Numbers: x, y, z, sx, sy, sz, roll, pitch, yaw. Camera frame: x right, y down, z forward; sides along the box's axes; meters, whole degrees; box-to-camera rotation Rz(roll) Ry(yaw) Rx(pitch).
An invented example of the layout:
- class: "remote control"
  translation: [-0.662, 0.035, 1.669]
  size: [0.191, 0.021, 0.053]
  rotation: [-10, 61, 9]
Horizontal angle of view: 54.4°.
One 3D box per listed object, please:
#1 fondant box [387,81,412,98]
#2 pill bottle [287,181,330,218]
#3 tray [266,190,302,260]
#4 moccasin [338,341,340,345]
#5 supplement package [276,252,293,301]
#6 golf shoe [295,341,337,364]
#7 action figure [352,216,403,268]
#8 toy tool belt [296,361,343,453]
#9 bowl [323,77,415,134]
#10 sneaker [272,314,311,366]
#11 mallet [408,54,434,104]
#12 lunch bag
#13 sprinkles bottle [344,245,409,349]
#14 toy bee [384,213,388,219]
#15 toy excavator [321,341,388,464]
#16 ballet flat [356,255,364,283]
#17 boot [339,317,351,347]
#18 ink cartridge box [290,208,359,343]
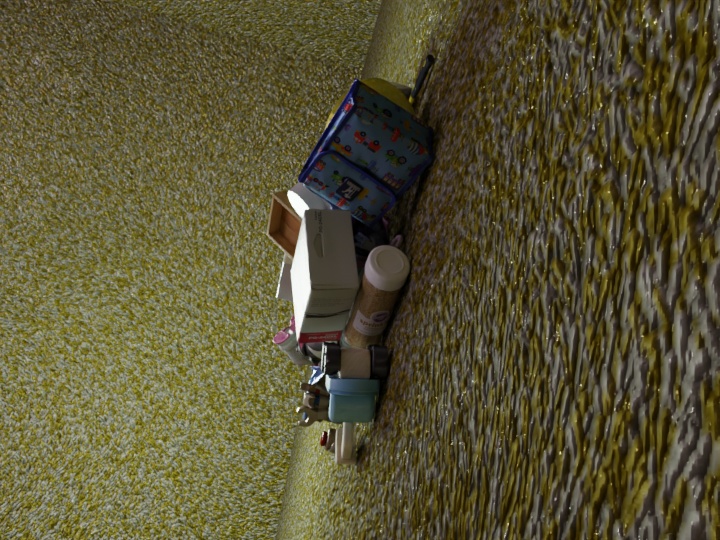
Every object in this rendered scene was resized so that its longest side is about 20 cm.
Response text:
- class: "fondant box"
  translation: [0.040, -0.287, 1.464]
  size: [0.144, 0.057, 0.205]
  rotation: [-34, -41, -65]
- class: "pill bottle"
  translation: [-0.040, -0.179, 1.329]
  size: [0.200, 0.111, 0.111]
  rotation: [-43, -5, -18]
- class: "tray"
  translation: [-0.112, -0.063, 1.392]
  size: [0.199, 0.036, 0.100]
  rotation: [41, 132, 32]
- class: "moccasin"
  translation: [-0.033, 0.139, 1.437]
  size: [0.204, 0.076, 0.075]
  rotation: [-86, 11, -54]
- class: "supplement package"
  translation: [-0.076, 0.001, 1.554]
  size: [0.123, 0.195, 0.122]
  rotation: [110, 170, -47]
- class: "golf shoe"
  translation: [-0.064, 0.082, 1.367]
  size: [0.087, 0.076, 0.204]
  rotation: [-28, 44, 40]
- class: "action figure"
  translation: [0.030, -0.056, 1.275]
  size: [0.135, 0.147, 0.201]
  rotation: [-55, -19, -12]
- class: "toy tool belt"
  translation: [-0.085, 0.269, 1.466]
  size: [0.125, 0.120, 0.206]
  rotation: [170, 112, -84]
- class: "bowl"
  translation: [0.040, -0.219, 1.212]
  size: [0.107, 0.197, 0.205]
  rotation: [31, 117, 38]
- class: "sneaker"
  translation: [-0.104, 0.132, 1.440]
  size: [0.080, 0.090, 0.200]
  rotation: [-23, 12, 32]
- class: "mallet"
  translation: [0.097, -0.319, 1.328]
  size: [0.201, 0.040, 0.067]
  rotation: [121, 162, -62]
- class: "lunch bag"
  translation: [0.001, -0.169, 1.113]
  size: [0.201, 0.148, 0.095]
  rotation: [-50, 21, 36]
- class: "sprinkles bottle"
  translation: [0.023, 0.049, 1.120]
  size: [0.202, 0.066, 0.069]
  rotation: [108, 172, -49]
- class: "toy bee"
  translation: [-0.037, -0.096, 1.406]
  size: [0.109, 0.194, 0.134]
  rotation: [-103, 4, -65]
- class: "toy excavator"
  translation: [-0.019, 0.220, 1.125]
  size: [0.194, 0.097, 0.206]
  rotation: [142, 131, -83]
- class: "ballet flat"
  translation: [0.000, 0.000, 1.396]
  size: [0.069, 0.069, 0.200]
  rotation: [-64, -3, 18]
- class: "boot"
  translation: [-0.003, 0.079, 1.384]
  size: [0.201, 0.072, 0.097]
  rotation: [-105, 36, -65]
- class: "ink cartridge box"
  translation: [-0.063, 0.012, 1.174]
  size: [0.201, 0.081, 0.149]
  rotation: [112, 154, -58]
